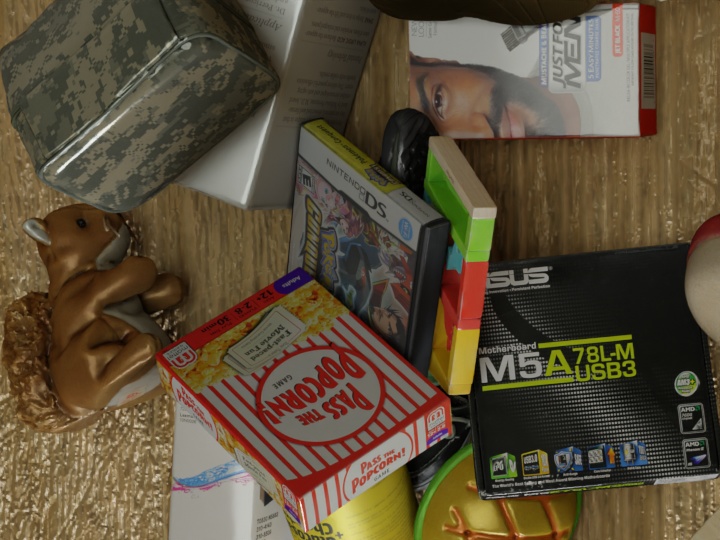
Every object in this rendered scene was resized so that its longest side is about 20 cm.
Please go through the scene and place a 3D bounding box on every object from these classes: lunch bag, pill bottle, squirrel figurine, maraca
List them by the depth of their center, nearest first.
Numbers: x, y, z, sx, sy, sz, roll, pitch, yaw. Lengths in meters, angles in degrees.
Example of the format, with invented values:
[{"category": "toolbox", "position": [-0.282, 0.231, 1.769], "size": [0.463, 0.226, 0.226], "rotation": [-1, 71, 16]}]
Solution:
[{"category": "lunch bag", "position": [-0.183, -0.171, 1.470], "size": [0.200, 0.139, 0.168], "rotation": [-39, 62, 17]}, {"category": "maraca", "position": [0.129, 0.190, 1.567], "size": [0.137, 0.107, 0.200], "rotation": [36, 93, -22]}, {"category": "pill bottle", "position": [-0.008, 0.201, 1.582], "size": [0.112, 0.112, 0.200], "rotation": [-2, 126, 22]}, {"category": "squirrel figurine", "position": [-0.261, 0.041, 1.697], "size": [0.200, 0.142, 0.187], "rotation": [-33, 75, 18]}]

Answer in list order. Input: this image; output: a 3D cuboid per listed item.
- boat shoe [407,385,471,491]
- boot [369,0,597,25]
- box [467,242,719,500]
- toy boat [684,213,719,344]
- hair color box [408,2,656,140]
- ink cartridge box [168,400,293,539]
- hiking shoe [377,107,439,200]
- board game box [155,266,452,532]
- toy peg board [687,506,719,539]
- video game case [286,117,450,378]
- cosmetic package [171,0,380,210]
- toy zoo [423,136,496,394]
[{"category": "boat shoe", "position": [0.078, 0.109, 1.600], "size": [0.074, 0.068, 0.199], "rotation": [41, 107, 14]}, {"category": "boot", "position": [0.112, -0.282, 1.528], "size": [0.200, 0.072, 0.155], "rotation": [5, 68, 29]}, {"category": "box", "position": [0.184, 0.082, 1.514], "size": [0.200, 0.048, 0.193], "rotation": [-5, 78, 4]}, {"category": "toy boat", "position": [0.358, 0.001, 1.463], "size": [0.200, 0.131, 0.131], "rotation": [17, 57, 1]}, {"category": "hair color box", "position": [0.143, -0.165, 1.558], "size": [0.200, 0.064, 0.111], "rotation": [0, 94, 23]}, {"category": "ink cartridge box", "position": [-0.099, 0.177, 1.633], "size": [0.084, 0.145, 0.200], "rotation": [6, 95, 21]}, {"category": "hiking shoe", "position": [0.011, -0.054, 1.586], "size": [0.101, 0.076, 0.200], "rotation": [24, 127, 25]}, {"category": "board game box", "position": [-0.047, 0.099, 1.502], "size": [0.200, 0.151, 0.046], "rotation": [40, 151, 35]}, {"category": "toy peg board", "position": [0.399, 0.218, 1.481], "size": [0.200, 0.098, 0.199], "rotation": [44, 123, 14]}, {"category": "video game case", "position": [0.000, 0.000, 1.553], "size": [0.181, 0.025, 0.200], "rotation": [41, 137, 40]}, {"category": "cosmetic package", "position": [-0.106, -0.171, 1.601], "size": [0.165, 0.165, 0.200], "rotation": [21, 101, 20]}, {"category": "toy zoo", "position": [0.071, 0.008, 1.507], "size": [0.020, 0.131, 0.200], "rotation": [-2, 119, -14]}]
